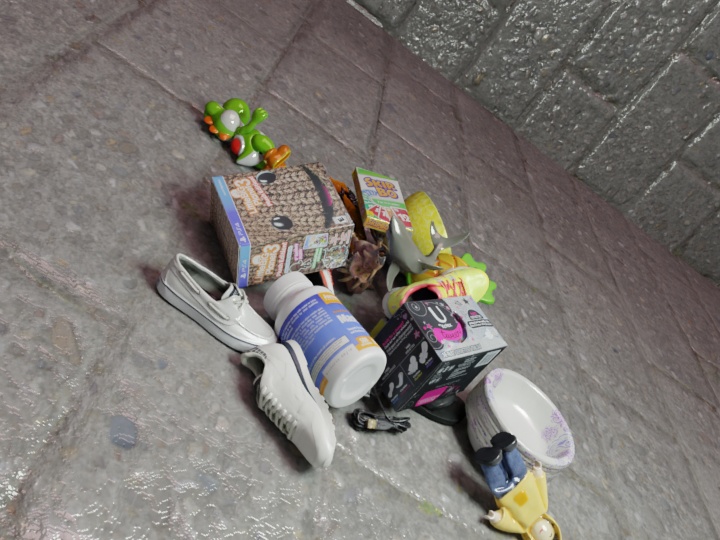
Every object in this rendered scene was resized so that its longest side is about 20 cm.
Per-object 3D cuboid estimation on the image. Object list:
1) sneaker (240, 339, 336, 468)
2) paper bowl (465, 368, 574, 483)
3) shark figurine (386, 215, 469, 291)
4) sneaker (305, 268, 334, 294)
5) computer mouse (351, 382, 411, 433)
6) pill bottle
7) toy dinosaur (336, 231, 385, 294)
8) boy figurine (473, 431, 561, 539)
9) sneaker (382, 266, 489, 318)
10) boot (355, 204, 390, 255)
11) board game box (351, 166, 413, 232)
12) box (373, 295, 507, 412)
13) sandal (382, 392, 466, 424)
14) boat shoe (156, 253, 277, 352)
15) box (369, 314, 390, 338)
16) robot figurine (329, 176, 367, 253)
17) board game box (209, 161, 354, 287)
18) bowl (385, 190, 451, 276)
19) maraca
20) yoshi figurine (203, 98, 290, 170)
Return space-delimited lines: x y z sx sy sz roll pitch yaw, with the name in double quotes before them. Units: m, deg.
"sneaker" -0.098 0.185 0.994 0.079 0.077 0.201 -1 43 -36
"paper bowl" 0.263 0.278 1.263 0.198 0.105 0.203 30 30 -19
"shark figurine" 0.117 -0.022 1.276 0.088 0.132 0.213 11 6 33
"sneaker" -0.068 -0.001 1.291 0.106 0.068 0.203 4 42 -45
"computer mouse" 0.003 0.169 1.164 0.108 0.044 0.203 7 48 -40
"pill bottle" -0.060 0.096 1.100 0.111 0.113 0.200 0 40 -51
"toy dinosaur" 0.000 0.000 1.324 0.083 0.202 0.138 5 54 1
"boy figurine" 0.245 0.357 1.133 0.123 0.064 0.203 -31 100 -20
"sneaker" 0.140 0.045 1.262 0.090 0.196 0.080 158 -86 -78
"boot" 0.060 -0.089 1.434 0.073 0.075 0.202 28 24 -47
"board game box" 0.038 -0.135 1.390 0.093 0.030 0.202 16 30 -19
"box" 0.120 0.125 1.176 0.198 0.133 0.116 -5 51 -50
"sandal" 0.114 0.207 1.238 0.197 0.048 0.076 24 32 -30
"boat shoe" -0.197 0.050 1.054 0.198 0.066 0.074 32 28 -16
"box" 0.086 0.096 1.363 0.075 0.050 0.200 42 27 4
"robot figurine" -0.053 -0.119 1.493 0.143 0.058 0.202 22 34 -33
"board game box" -0.133 -0.079 1.206 0.196 0.098 0.161 -12 52 -23
"bowl" 0.105 -0.051 1.515 0.105 0.203 0.202 -18 50 -8
"maraca" 0.173 0.025 1.382 0.196 0.107 0.139 -10 65 -32
"yoshi figurine" -0.222 -0.280 1.474 0.199 0.113 0.112 40 11 5
